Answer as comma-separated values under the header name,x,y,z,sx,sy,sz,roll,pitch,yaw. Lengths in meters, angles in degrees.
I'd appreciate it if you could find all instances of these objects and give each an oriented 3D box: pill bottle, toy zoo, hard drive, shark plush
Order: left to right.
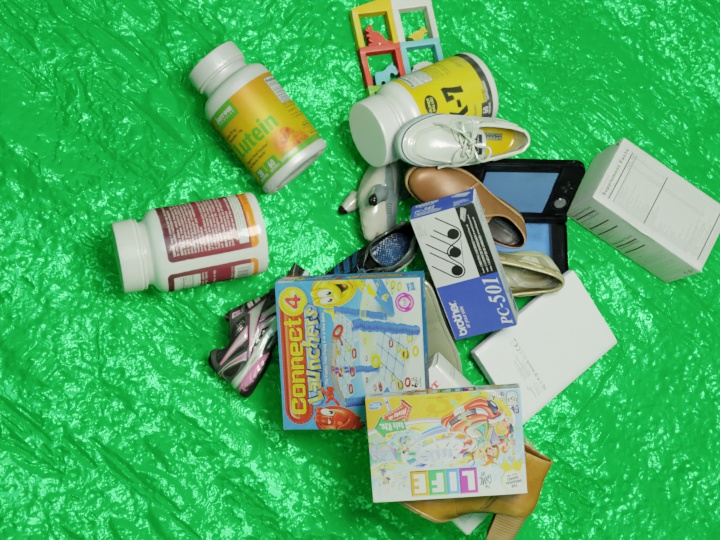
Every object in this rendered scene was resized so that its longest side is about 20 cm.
name,x,y,z,sx,sy,sz,roll,pitch,yaw
pill bottle,-0.233,-0.035,1.571,0.197,0.114,0.116,-11,82,-15
pill bottle,-0.149,-0.218,1.625,0.111,0.111,0.201,-39,90,-17
shark plush,0.042,-0.126,1.698,0.083,0.090,0.202,38,52,-24
toy zoo,0.058,-0.334,1.742,0.129,0.020,0.203,-10,83,-15
pill bottle,0.089,-0.227,1.647,0.198,0.114,0.115,-26,86,-25
hard drive,0.271,0.113,1.697,0.199,0.025,0.133,-37,101,-16

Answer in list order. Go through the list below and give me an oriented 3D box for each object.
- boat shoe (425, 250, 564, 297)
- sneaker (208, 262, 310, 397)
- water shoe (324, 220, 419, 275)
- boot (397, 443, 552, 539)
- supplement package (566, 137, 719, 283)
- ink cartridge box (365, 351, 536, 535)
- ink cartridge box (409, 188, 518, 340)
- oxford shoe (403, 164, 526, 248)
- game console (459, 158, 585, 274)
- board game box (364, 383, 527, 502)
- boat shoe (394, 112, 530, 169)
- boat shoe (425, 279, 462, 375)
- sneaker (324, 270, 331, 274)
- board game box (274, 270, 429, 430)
name,x,y,z,sx,sy,sz,roll,pitch,yaw
boat shoe,0.194,0.010,1.664,0.198,0.063,0.074,1,111,-14
sneaker,-0.141,0.067,1.596,0.086,0.080,0.201,30,69,4
water shoe,0.000,0.000,1.591,0.071,0.079,0.200,43,71,11
boot,0.141,0.266,1.524,0.199,0.071,0.146,22,97,0
supplement package,0.429,-0.088,1.738,0.199,0.109,0.115,34,74,-6
ink cartridge box,0.126,0.236,1.594,0.200,0.084,0.146,44,101,-2
ink cartridge box,0.145,-0.007,1.598,0.093,0.044,0.202,-14,117,16
oxford shoe,0.152,-0.091,1.613,0.198,0.071,0.072,26,108,-13
game console,0.227,-0.064,1.687,0.197,0.177,0.118,0,51,-14
board game box,0.109,0.220,1.471,0.197,0.034,0.137,-5,95,5
boat shoe,0.148,-0.173,1.575,0.199,0.086,0.076,-3,103,-29
boat shoe,0.098,0.100,1.647,0.074,0.066,0.202,-18,103,9
sneaker,-0.021,0.107,1.626,0.103,0.060,0.203,12,74,-9
board game box,-0.009,0.106,1.523,0.193,0.056,0.203,-2,97,10
